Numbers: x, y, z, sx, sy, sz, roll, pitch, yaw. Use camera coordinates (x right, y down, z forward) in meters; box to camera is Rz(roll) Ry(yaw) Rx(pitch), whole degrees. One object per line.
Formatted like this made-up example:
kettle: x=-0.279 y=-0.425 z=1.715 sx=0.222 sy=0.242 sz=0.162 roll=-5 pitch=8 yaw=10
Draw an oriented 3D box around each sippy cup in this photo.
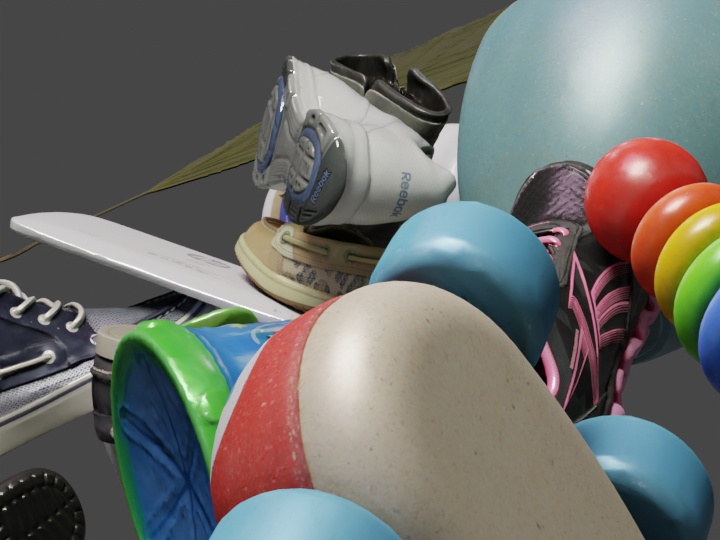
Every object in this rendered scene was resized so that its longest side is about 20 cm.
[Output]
sippy cup: x=-0.026 y=0.078 z=0.779 sx=0.130 sy=0.179 sz=0.140 roll=-13 pitch=-21 yaw=-23

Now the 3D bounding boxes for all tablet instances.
tablet: x=-0.097 y=0.001 z=1.057 sx=0.199 sy=0.014 sz=0.130 roll=20 pitch=6 yaw=8

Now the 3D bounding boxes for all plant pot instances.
plant pot: x=0.132 y=-0.031 z=0.920 sx=0.199 sy=0.200 sz=0.135 roll=-11 pitch=41 yaw=40

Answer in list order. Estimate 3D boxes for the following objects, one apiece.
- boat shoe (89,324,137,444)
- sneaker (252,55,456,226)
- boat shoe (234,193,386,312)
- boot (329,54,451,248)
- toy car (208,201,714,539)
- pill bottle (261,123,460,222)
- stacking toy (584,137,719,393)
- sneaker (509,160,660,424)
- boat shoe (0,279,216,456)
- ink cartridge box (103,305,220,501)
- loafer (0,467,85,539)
boat shoe: x=-0.042 y=0.078 z=0.899 sx=0.199 sy=0.063 sz=0.073 roll=14 pitch=8 yaw=10
sneaker: x=-0.008 y=-0.064 z=0.997 sx=0.087 sy=0.075 sz=0.200 roll=11 pitch=19 yaw=-18
boat shoe: x=0.000 y=0.000 z=0.996 sx=0.073 sy=0.063 sz=0.200 roll=13 pitch=9 yaw=-40
boot: x=0.032 y=-0.040 z=1.047 sx=0.067 sy=0.131 sz=0.200 roll=-14 pitch=38 yaw=-34
toy car: x=-0.015 y=0.111 z=0.562 sx=0.199 sy=0.177 sz=0.185 roll=-28 pitch=18 yaw=33
pill bottle: x=0.042 y=-0.033 z=1.189 sx=0.199 sy=0.120 sz=0.120 roll=-10 pitch=15 yaw=40
stacking toy: x=0.154 y=0.007 z=0.709 sx=0.085 sy=0.086 sz=0.200 roll=-23 pitch=39 yaw=-10
sneaker: x=0.076 y=0.019 z=0.769 sx=0.079 sy=0.095 sz=0.201 roll=-17 pitch=44 yaw=29
boat shoe: x=-0.179 y=0.036 z=0.994 sx=0.199 sy=0.093 sz=0.075 roll=-28 pitch=13 yaw=-23
ink cartridge box: x=-0.089 y=0.078 z=1.037 sx=0.114 sy=0.068 sz=0.200 roll=-23 pitch=13 yaw=-5
loafer: x=-0.230 y=0.168 z=0.904 sx=0.199 sy=0.073 sz=0.071 roll=-24 pitch=1 yaw=-40
